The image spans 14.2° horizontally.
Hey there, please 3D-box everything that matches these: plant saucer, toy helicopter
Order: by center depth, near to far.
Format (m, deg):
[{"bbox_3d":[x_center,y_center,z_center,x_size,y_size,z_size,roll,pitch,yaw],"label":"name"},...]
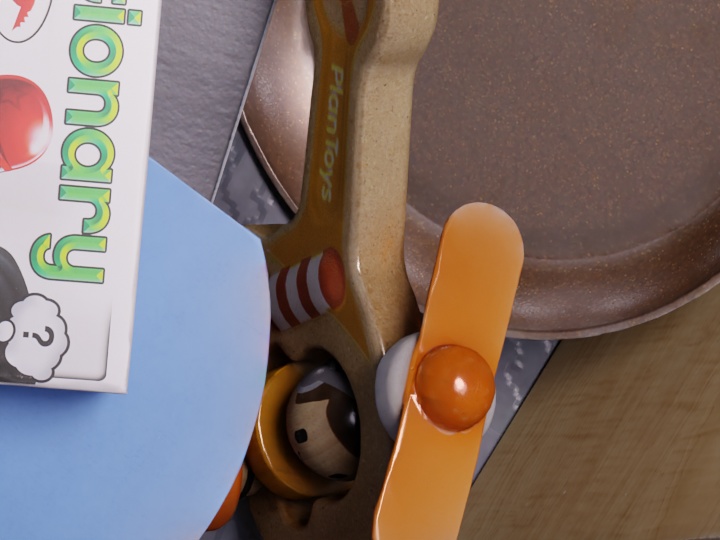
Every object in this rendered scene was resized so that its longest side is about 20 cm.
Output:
[{"bbox_3d":[0.000,0.000,0.810,0.078,0.132,0.201,-5,109,-28],"label":"toy helicopter"},{"bbox_3d":[0.051,-0.080,0.870,0.201,0.200,0.032,63,28,-3],"label":"plant saucer"}]

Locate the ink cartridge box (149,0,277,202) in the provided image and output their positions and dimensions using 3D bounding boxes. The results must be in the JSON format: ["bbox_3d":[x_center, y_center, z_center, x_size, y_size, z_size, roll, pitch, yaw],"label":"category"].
[{"bbox_3d":[-0.111,-0.113,0.814,0.197,0.047,0.201,14,100,-24],"label":"ink cartridge box"}]

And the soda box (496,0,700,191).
[{"bbox_3d":[0.091,-0.131,0.896,0.068,0.063,0.201,-25,122,-59],"label":"soda box"}]

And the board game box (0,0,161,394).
[{"bbox_3d":[-0.115,-0.072,0.755,0.125,0.035,0.201,4,93,-10],"label":"board game box"}]

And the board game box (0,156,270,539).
[{"bbox_3d":[-0.127,0.016,0.799,0.200,0.039,0.158,36,87,-10],"label":"board game box"}]

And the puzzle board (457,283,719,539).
[{"bbox_3d":[0.116,0.011,0.889,0.017,0.150,0.200,44,63,-19],"label":"puzzle board"}]
